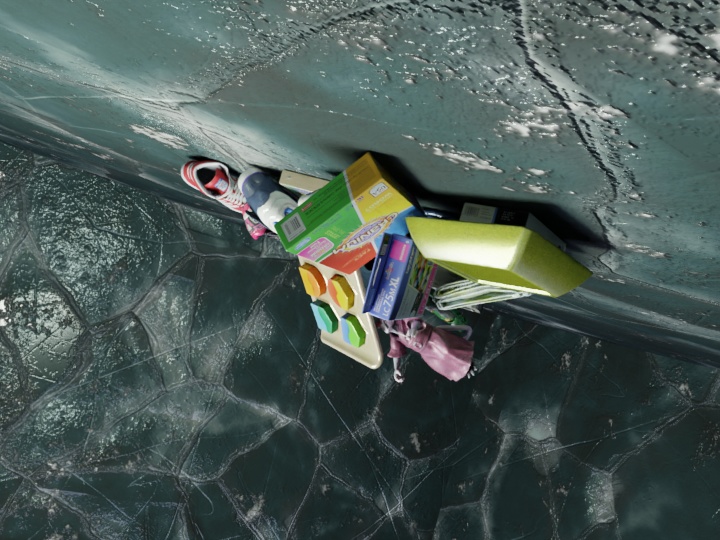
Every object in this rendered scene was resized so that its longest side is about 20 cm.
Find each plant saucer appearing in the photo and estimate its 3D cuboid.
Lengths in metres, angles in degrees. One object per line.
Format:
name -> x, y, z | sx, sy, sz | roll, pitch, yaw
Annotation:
plant saucer -> 0.183, -0.013, 0.791 | 0.198, 0.049, 0.198 | 11, 171, 46

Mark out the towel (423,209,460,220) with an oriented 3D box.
towel -> 0.168, -0.050, 0.979 | 0.110, 0.050, 0.199 | 17, 178, 31

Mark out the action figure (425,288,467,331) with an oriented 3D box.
action figure -> 0.116, 0.048, 1.080 | 0.198, 0.055, 0.118 | 35, -177, 3

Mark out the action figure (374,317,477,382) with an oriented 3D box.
action figure -> 0.109, 0.109, 1.000 | 0.198, 0.150, 0.134 | 29, 137, -6

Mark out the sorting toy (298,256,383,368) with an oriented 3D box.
sorting toy -> -0.043, 0.057, 1.003 | 0.036, 0.204, 0.184 | -25, -155, -30

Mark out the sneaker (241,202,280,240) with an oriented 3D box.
sneaker -> -0.159, -0.101, 1.226 | 0.197, 0.076, 0.080 | -4, 159, -40

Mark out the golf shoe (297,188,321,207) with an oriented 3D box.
golf shoe -> -0.022, -0.082, 0.932 | 0.093, 0.079, 0.200 | 3, 160, 31

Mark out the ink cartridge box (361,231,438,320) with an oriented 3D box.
ink cartridge box -> 0.067, 0.011, 0.869 | 0.041, 0.122, 0.199 | 19, -175, 24

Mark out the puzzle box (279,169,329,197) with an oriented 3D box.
puzzle box -> -0.048, -0.127, 1.046 | 0.131, 0.026, 0.200 | 17, 177, 17

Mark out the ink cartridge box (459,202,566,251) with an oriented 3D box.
ink cartridge box -> 0.227, -0.044, 0.830 | 0.098, 0.040, 0.199 | 14, 174, 37

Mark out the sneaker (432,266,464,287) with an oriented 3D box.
sneaker -> 0.148, -0.003, 1.082 | 0.080, 0.077, 0.199 | 36, -177, 36

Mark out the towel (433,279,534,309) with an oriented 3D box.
towel -> 0.236, 0.023, 0.998 | 0.169, 0.049, 0.199 | -12, 178, 32

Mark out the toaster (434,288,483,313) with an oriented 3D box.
toaster -> 0.194, 0.009, 1.250 | 0.177, 0.121, 0.200 | 16, 177, 14

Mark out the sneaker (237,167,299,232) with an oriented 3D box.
sneaker -> -0.134, -0.099, 1.071 | 0.147, 0.081, 0.200 | 49, -173, 26

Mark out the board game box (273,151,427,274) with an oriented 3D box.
board game box -> -0.004, -0.067, 0.784 | 0.041, 0.152, 0.199 | 60, -165, 20

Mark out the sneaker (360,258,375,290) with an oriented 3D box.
sneaker -> 0.000, 0.000, 1.050 | 0.077, 0.092, 0.199 | 4, -166, -41

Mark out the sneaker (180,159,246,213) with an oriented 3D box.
sneaker -> -0.260, -0.164, 1.172 | 0.197, 0.073, 0.112 | 21, 179, -28

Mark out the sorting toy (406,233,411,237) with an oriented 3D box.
sorting toy -> 0.043, -0.069, 1.084 | 0.196, 0.037, 0.185 | 3, 173, 22
